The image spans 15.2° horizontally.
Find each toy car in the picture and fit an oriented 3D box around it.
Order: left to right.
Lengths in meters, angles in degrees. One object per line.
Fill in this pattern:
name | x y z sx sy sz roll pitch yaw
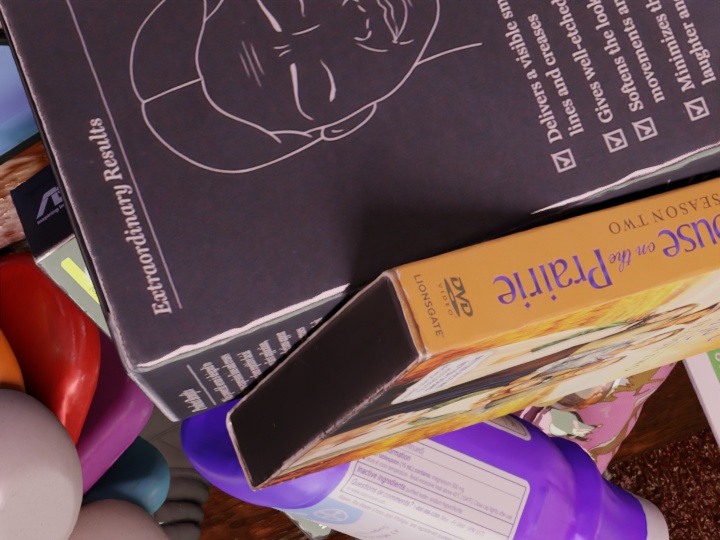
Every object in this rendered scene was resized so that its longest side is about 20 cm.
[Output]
toy car | -0.154 0.072 1.157 0.150 0.175 0.200 -56 138 -18

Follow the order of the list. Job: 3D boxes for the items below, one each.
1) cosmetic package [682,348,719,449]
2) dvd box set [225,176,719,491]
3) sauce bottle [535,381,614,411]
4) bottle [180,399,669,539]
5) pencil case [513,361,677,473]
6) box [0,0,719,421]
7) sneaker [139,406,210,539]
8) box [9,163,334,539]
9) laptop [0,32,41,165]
cosmetic package | 0.219 0.008 1.011 0.199 0.108 0.085 -25 173 7
dvd box set | 0.072 0.011 0.822 0.199 0.030 0.146 -15 167 -27
sauce bottle | 0.001 -0.007 0.926 0.199 0.066 0.066 20 151 -22
bottle | 0.031 0.078 0.995 0.200 0.066 0.083 25 171 -36
pencil case | 0.107 0.016 1.129 0.083 0.087 0.200 21 120 -26
box | 0.003 -0.062 0.812 0.199 0.149 0.107 -20 169 -2
sneaker | -0.133 0.082 1.279 0.070 0.100 0.200 -5 163 37
box | -0.008 -0.004 0.998 0.160 0.044 0.200 -34 132 8
laptop | -0.166 0.003 0.925 0.177 0.201 0.103 -29 130 32
